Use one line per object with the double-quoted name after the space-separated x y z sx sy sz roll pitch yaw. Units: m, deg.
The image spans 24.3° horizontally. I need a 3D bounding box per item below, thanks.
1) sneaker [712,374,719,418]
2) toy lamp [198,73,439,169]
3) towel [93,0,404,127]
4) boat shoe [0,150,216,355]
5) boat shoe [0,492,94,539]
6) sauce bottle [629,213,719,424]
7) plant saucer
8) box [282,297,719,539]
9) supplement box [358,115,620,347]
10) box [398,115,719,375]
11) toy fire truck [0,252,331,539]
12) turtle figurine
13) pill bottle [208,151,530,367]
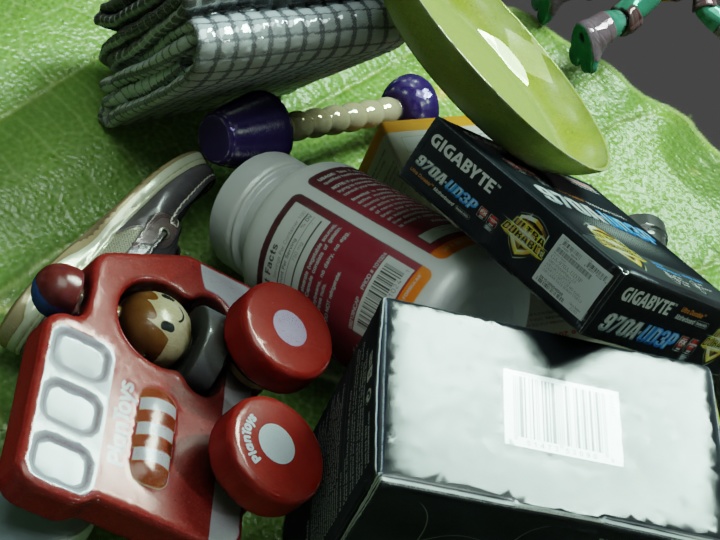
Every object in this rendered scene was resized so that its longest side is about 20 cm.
0.329 0.096 1.156 0.146 0.077 0.203 -17 71 -19 "sneaker"
-0.029 -0.102 1.168 0.200 0.058 0.058 -12 58 -46 "toy lamp"
-0.078 -0.164 1.126 0.165 0.200 0.086 -13 91 -28 "towel"
-0.149 -0.002 1.062 0.065 0.072 0.200 43 47 -2 "boat shoe"
-0.209 0.171 0.899 0.073 0.068 0.199 22 23 10 "boat shoe"
0.207 0.048 1.162 0.066 0.066 0.200 10 53 -14 "sauce bottle"
0.077 -0.129 1.032 0.200 0.031 0.200 42 21 -20 "plant saucer"
0.075 0.135 0.954 0.199 0.197 0.124 13 50 -12 "box"
0.091 -0.010 1.155 0.126 0.074 0.200 -6 56 -26 "supplement box"
0.135 -0.011 1.009 0.159 0.046 0.200 44 16 33 "box"
-0.116 0.068 0.955 0.168 0.112 0.200 29 44 -28 "toy fire truck"
0.249 -0.234 1.369 0.200 0.101 0.150 -20 37 -16 "turtle figurine"
0.000 0.000 1.056 0.113 0.113 0.200 -27 43 -35 "pill bottle"
